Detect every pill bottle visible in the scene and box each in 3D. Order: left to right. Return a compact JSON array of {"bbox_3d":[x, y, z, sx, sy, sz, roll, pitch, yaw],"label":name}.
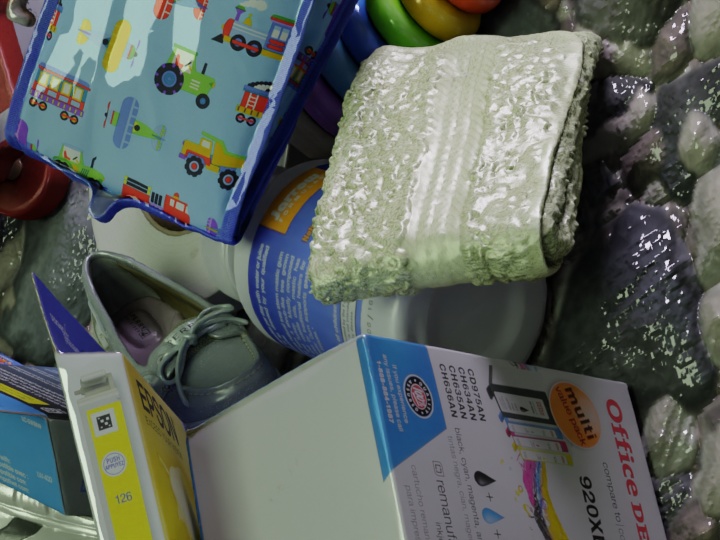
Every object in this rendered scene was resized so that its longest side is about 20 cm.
[{"bbox_3d":[0.000,0.000,1.620,0.200,0.112,0.112,21,97,48],"label":"pill bottle"}]

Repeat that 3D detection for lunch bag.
[{"bbox_3d":[-0.104,-0.118,1.610,0.150,0.094,0.200,24,91,14],"label":"lunch bag"}]

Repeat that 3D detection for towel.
[{"bbox_3d":[0.049,-0.060,1.534,0.148,0.037,0.200,-8,40,19],"label":"towel"}]

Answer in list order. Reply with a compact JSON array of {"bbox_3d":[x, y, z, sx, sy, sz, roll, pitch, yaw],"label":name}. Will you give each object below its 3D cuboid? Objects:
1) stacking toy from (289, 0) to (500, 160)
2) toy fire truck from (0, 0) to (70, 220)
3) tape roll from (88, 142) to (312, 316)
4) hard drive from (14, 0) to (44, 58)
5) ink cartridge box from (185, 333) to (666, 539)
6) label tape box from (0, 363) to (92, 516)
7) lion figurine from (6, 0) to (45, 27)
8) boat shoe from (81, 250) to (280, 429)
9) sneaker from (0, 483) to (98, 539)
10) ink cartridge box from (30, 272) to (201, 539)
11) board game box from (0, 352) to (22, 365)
[{"bbox_3d":[0.034,-0.147,1.650,0.200,0.085,0.086,-40,54,27],"label":"stacking toy"},{"bbox_3d":[-0.295,-0.099,1.952,0.200,0.112,0.168,-30,64,31],"label":"toy fire truck"},{"bbox_3d":[-0.095,-0.070,1.800,0.203,0.037,0.203,-12,73,46],"label":"tape roll"},{"bbox_3d":[-0.251,-0.171,2.005,0.200,0.025,0.132,-49,50,30],"label":"hard drive"},{"bbox_3d":[0.039,0.136,1.481,0.145,0.200,0.148,-31,60,38],"label":"ink cartridge box"},{"bbox_3d":[-0.183,0.100,1.737,0.144,0.200,0.063,19,99,49],"label":"label tape box"},{"bbox_3d":[-0.121,-0.177,1.692,0.072,0.199,0.123,-99,27,-76],"label":"lion figurine"},{"bbox_3d":[-0.109,0.042,1.688,0.074,0.065,0.202,-32,27,-13],"label":"boat shoe"},{"bbox_3d":[-0.150,0.183,1.749,0.200,0.074,0.080,14,86,27],"label":"sneaker"},{"bbox_3d":[-0.107,0.116,1.518,0.047,0.198,0.201,-15,70,6],"label":"ink cartridge box"},{"bbox_3d":[-0.271,0.150,1.923,0.135,0.034,0.201,17,94,66],"label":"board game box"}]
